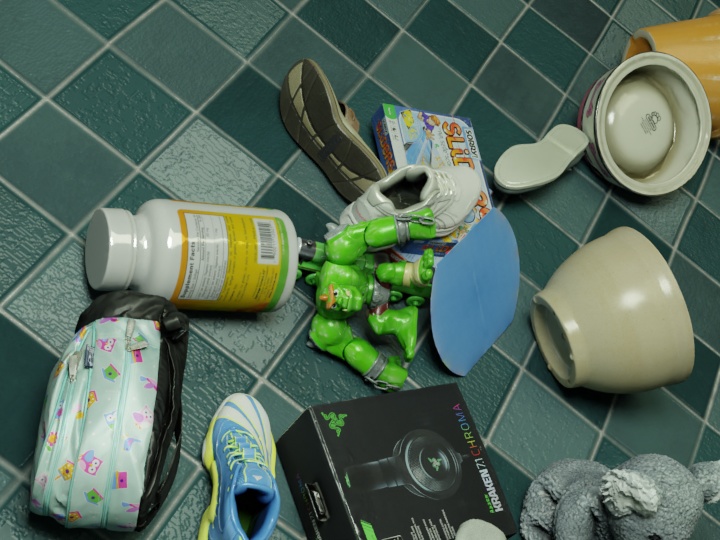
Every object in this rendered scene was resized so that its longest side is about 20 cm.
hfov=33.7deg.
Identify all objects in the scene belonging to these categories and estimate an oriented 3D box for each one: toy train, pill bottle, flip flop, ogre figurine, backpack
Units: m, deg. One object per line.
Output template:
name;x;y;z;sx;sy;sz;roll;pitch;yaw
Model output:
toy train;0.000;0.000;1.359;0.199;0.056;0.042;13;53;-25
pill bottle;-0.175;-0.016;1.224;0.199;0.111;0.111;4;57;-30
flip flop;-0.028;-0.167;1.450;0.200;0.081;0.058;54;31;9
ogre figurine;0.009;0.028;1.290;0.119;0.200;0.098;9;33;-4
backpack;-0.225;0.137;1.073;0.126;0.167;0.201;6;57;-4

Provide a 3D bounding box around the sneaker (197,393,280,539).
sneaker;-0.103;0.194;1.128;0.076;0.105;0.201;16;53;-22

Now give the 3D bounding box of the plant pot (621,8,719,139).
plant pot;0.504;-0.300;1.805;0.183;0.200;0.201;0;58;-13

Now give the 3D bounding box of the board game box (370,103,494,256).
board game box;0.095;-0.110;1.483;0.135;0.034;0.201;5;58;-29

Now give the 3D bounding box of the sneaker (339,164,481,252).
sneaker;0.075;-0.085;1.360;0.200;0.099;0.078;-24;72;-37

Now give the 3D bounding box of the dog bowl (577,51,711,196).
dog bowl;0.394;-0.205;1.681;0.200;0.074;0.201;-2;94;-23

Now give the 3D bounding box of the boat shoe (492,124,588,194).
boat shoe;0.238;-0.135;1.594;0.073;0.062;0.200;38;43;18

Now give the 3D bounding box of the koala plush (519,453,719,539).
koala plush;0.282;0.257;1.258;0.177;0.200;0.184;2;58;-30

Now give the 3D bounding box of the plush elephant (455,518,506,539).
plush elephant;0.134;0.328;1.122;0.164;0.200;0.155;34;51;3

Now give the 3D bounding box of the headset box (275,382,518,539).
headset box;0.029;0.219;1.201;0.199;0.093;0.175;-4;61;-33

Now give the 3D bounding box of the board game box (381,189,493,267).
board game box;0.087;-0.072;1.489;0.103;0.019;0.200;40;47;-3

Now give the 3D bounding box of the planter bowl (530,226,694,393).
planter bowl;0.286;0.062;1.421;0.134;0.200;0.201;-19;68;-10

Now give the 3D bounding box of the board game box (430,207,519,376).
board game box;0.123;0.024;1.398;0.200;0.039;0.158;-43;130;-41
